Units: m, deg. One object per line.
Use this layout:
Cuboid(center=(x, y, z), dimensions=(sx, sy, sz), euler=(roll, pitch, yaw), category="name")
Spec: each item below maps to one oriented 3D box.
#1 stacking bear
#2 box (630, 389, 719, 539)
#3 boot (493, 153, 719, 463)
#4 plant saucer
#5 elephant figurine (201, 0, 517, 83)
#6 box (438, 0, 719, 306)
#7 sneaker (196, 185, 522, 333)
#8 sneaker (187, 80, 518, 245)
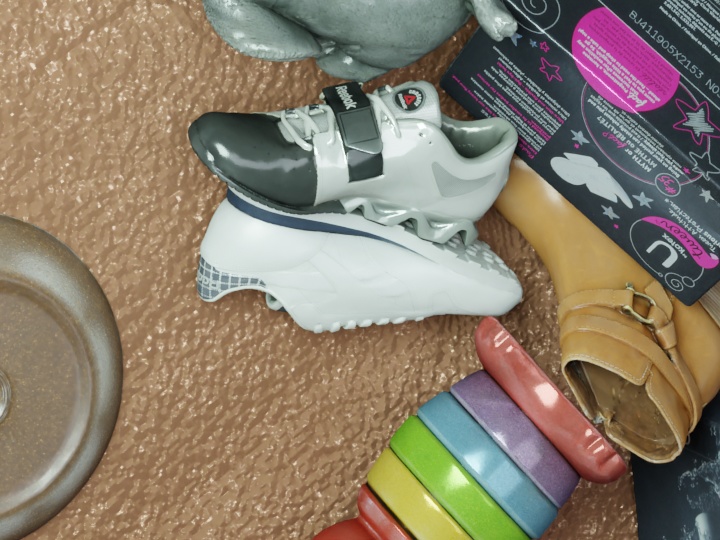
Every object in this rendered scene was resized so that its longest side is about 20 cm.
Cuboid(center=(0.046, 0.142, 1.704), dimensions=(0.200, 0.114, 0.121), euler=(-42, 78, -1), category="stacking bear")
Cuboid(center=(0.265, 0.171, 1.765), dimensions=(0.117, 0.197, 0.201), euler=(-12, 105, -23), category="box")
Cuboid(center=(0.134, 0.011, 1.678), dimensions=(0.200, 0.074, 0.155), euler=(35, 39, -5), category="boot")
Cuboid(center=(-0.220, 0.068, 1.599), dimensions=(0.200, 0.037, 0.201), euler=(-6, 103, -26), category="plant saucer")
Cuboid(center=(-0.047, -0.169, 1.568), dimensions=(0.200, 0.155, 0.142), euler=(5, 63, -39), category="elephant figurine")
Cuboid(center=(0.170, -0.104, 1.655), dimensions=(0.200, 0.115, 0.132), euler=(42, 59, 1), category="box")
Cuboid(center=(0.000, 0.000, 1.680), dimensions=(0.200, 0.076, 0.081), euler=(16, 102, -22), category="sneaker")
Cuboid(center=(-0.001, -0.077, 1.614), dimensions=(0.200, 0.074, 0.089), euler=(9, 128, -33), category="sneaker")
